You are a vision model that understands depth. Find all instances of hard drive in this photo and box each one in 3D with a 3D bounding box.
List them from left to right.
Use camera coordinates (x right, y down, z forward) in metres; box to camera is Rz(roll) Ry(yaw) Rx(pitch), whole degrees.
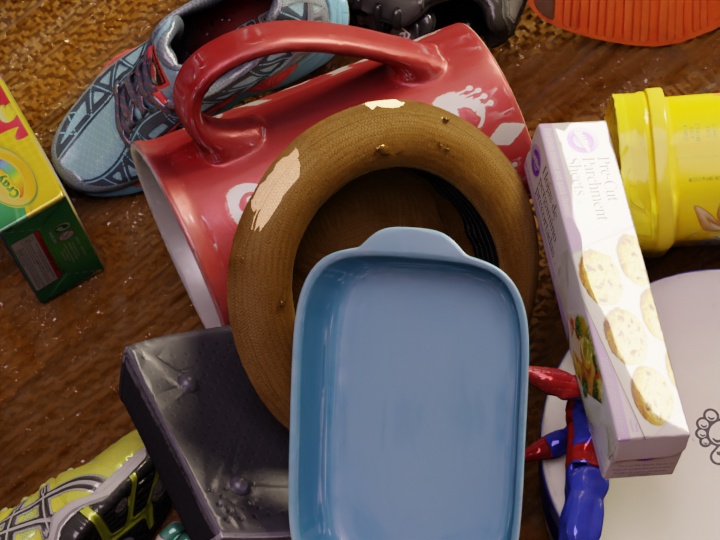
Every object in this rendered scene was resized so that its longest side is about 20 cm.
[{"bbox_3d":[-0.027,0.090,1.551,0.200,0.042,0.135,-5,55,-41],"label":"hard drive"}]

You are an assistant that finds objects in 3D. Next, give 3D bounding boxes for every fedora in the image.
[{"bbox_3d":[0.000,0.000,1.533,0.201,0.201,0.082,-48,34,-13],"label":"fedora"}]

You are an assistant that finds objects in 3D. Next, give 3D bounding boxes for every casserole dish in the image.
[{"bbox_3d":[0.027,0.076,1.456,0.121,0.039,0.200,4,98,16],"label":"casserole dish"}]

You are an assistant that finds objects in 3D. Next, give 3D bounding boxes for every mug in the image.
[{"bbox_3d":[-0.011,-0.057,1.614,0.200,0.178,0.134,-24,70,-9],"label":"mug"}]

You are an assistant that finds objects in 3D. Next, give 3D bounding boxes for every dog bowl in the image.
[{"bbox_3d":[0.195,0.103,1.576,0.200,0.079,0.200,-2,68,5],"label":"dog bowl"}]

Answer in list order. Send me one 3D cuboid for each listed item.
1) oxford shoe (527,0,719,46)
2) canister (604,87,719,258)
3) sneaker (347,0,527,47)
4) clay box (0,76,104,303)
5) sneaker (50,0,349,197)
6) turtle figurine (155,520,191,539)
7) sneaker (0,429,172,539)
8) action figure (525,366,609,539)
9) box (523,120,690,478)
[{"bbox_3d":[0.193,-0.181,1.700,0.200,0.071,0.073,-5,58,-5],"label":"oxford shoe"},{"bbox_3d":[0.238,-0.058,1.599,0.200,0.149,0.087,-4,86,2],"label":"canister"},{"bbox_3d":[0.007,-0.168,1.704,0.200,0.071,0.098,3,67,5],"label":"sneaker"},{"bbox_3d":[-0.220,-0.089,1.673,0.048,0.115,0.200,-30,68,-5],"label":"clay box"},{"bbox_3d":[-0.107,-0.116,1.661,0.200,0.096,0.079,-36,75,16],"label":"sneaker"},{"bbox_3d":[-0.059,0.167,1.559,0.150,0.101,0.200,24,49,-32],"label":"turtle figurine"},{"bbox_3d":[-0.180,0.149,1.599,0.076,0.075,0.200,37,70,28],"label":"sneaker"},{"bbox_3d":[0.090,0.114,1.504,0.099,0.065,0.200,12,70,1],"label":"action figure"},{"bbox_3d":[0.125,0.013,1.501,0.041,0.039,0.200,-2,55,-13],"label":"box"}]
